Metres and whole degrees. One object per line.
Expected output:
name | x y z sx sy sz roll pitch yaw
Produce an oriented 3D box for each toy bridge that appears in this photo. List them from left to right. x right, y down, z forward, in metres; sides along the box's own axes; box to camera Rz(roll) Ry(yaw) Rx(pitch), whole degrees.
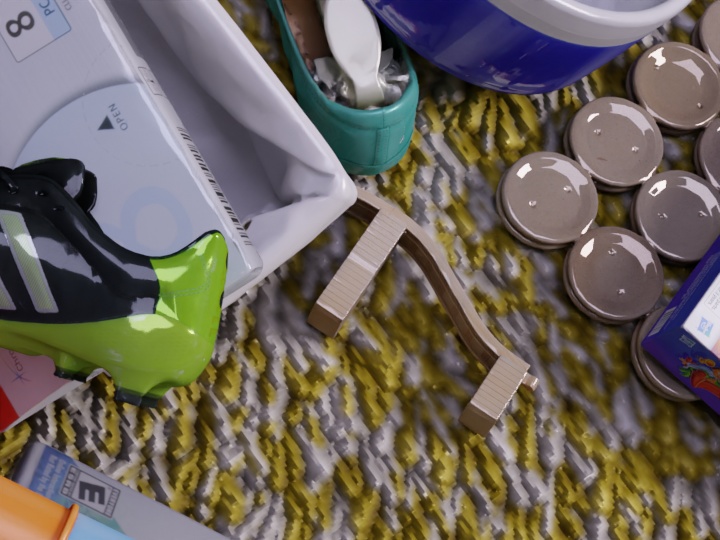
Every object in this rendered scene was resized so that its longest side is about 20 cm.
toy bridge | 0.000 0.000 1.098 0.200 0.027 0.067 33 64 3

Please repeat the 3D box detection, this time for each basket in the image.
basket | -0.107 -0.068 1.016 0.135 0.123 0.200 -38 87 3

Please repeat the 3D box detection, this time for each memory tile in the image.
memory tile | 0.176 -0.040 1.163 0.200 0.017 0.153 -39 81 -24

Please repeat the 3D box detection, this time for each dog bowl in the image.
dog bowl | 0.074 -0.190 1.128 0.200 0.079 0.201 19 55 -30

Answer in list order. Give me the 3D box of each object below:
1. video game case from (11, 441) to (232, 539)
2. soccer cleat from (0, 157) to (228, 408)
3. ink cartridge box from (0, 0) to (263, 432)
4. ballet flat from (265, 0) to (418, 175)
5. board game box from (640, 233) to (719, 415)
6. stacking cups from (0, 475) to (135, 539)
video game case | -0.085 0.183 0.948 0.182 0.022 0.200 29 40 -11
soccer cleat | -0.147 -0.011 0.888 0.199 0.068 0.081 18 87 3
ink cartridge box | -0.163 -0.017 0.935 0.200 0.047 0.160 -31 87 2
ballet flat | -0.017 -0.145 1.131 0.067 0.070 0.201 -14 72 -18
board game box | 0.246 0.003 1.130 0.134 0.045 0.200 41 67 -7
stacking cups | -0.105 0.122 0.928 0.200 0.061 0.061 31 64 -7
